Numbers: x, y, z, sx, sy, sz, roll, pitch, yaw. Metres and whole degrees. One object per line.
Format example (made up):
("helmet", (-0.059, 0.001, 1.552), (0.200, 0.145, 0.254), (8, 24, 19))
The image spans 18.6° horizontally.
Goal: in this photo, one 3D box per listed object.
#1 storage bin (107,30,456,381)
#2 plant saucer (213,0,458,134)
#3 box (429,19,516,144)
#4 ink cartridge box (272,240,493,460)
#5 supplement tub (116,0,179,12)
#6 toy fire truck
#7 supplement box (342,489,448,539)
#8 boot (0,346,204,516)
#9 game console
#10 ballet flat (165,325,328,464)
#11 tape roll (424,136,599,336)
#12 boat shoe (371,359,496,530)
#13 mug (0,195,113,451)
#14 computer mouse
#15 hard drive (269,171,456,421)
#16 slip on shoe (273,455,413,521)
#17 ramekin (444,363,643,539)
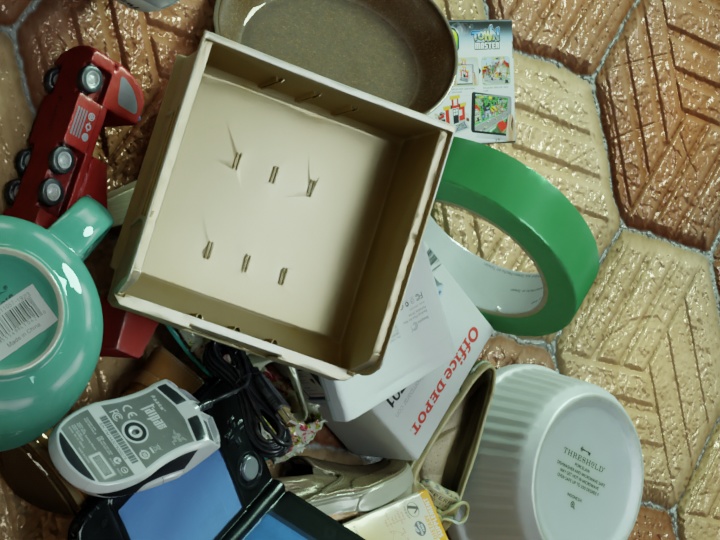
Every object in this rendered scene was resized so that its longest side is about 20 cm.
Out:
("storage bin", (-0.062, -0.041, 1.601), (0.199, 0.094, 0.200), (19, 83, -17))
("plant saucer", (-0.022, -0.175, 1.742), (0.200, 0.200, 0.037), (-39, 162, -37))
("box", (0.056, -0.160, 1.886), (0.199, 0.035, 0.111), (-6, 95, -44))
("ink cartridge box", (0.001, 0.038, 1.803), (0.200, 0.086, 0.147), (49, 59, -30))
("supplement tub", (-0.201, -0.277, 1.569), (0.199, 0.122, 0.123), (26, 73, -42))
("toy fire truck", (-0.193, -0.050, 1.634), (0.141, 0.049, 0.201), (31, 69, -41))
("supplement box", (-0.007, 0.269, 1.755), (0.199, 0.073, 0.127), (-18, 80, -43))
("boot", (-0.182, 0.121, 1.637), (0.200, 0.073, 0.155), (52, 57, -45))
("game console", (-0.092, 0.203, 1.612), (0.200, 0.116, 0.177), (-46, 128, -42))
("ballet flat", (-0.090, 0.069, 1.720), (0.200, 0.064, 0.076), (56, 11, -37))
("tape roll", (0.099, -0.027, 1.817), (0.201, 0.200, 0.048), (51, 58, -33))
("boat shoe", (0.063, 0.168, 1.884), (0.073, 0.062, 0.201), (24, 75, -43))
("mug", (-0.249, 0.025, 1.495), (0.151, 0.114, 0.186), (9, 74, -13))
("computer mouse", (-0.143, 0.115, 1.583), (0.199, 0.044, 0.110), (-20, 63, -38))
("hard drive", (0.000, 0.000, 1.726), (0.132, 0.026, 0.201), (-28, 107, -39))
("slip on shoe", (-0.038, 0.177, 1.785), (0.199, 0.076, 0.061), (-18, 88, -38))
("ramekin", (0.170, 0.186, 1.968), (0.202, 0.094, 0.204), (-2, 93, -44))
